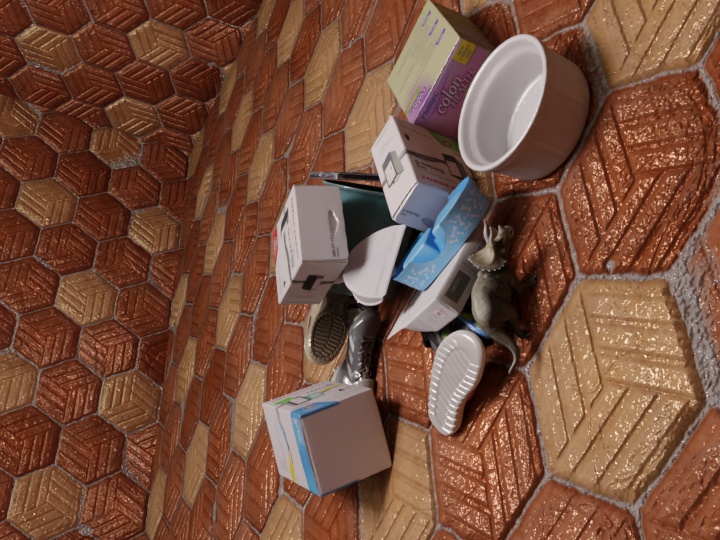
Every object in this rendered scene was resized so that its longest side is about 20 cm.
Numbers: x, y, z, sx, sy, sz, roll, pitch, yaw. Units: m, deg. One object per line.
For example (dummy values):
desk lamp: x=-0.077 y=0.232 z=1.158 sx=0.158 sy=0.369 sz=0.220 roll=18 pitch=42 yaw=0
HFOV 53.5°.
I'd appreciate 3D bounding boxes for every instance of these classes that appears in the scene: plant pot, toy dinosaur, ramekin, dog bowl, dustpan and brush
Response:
plant pot: x=0.010 y=-0.058 z=1.342 sx=0.200 sy=0.199 sz=0.197 roll=-149 pitch=68 yaw=-65
toy dinosaur: x=0.188 y=0.042 z=0.995 sx=0.077 sy=0.102 sz=0.201 roll=-17 pitch=61 yaw=62
ramekin: x=0.238 y=-0.229 z=1.042 sx=0.200 sy=0.097 sz=0.201 roll=-41 pitch=41 yaw=50
dog bowl: x=0.125 y=-0.050 z=1.093 sx=0.200 sy=0.049 sz=0.112 roll=-54 pitch=4 yaw=29
dustpan and brush: x=0.000 y=0.000 z=1.212 sx=0.199 sy=0.057 sz=0.140 roll=-4 pitch=59 yaw=43

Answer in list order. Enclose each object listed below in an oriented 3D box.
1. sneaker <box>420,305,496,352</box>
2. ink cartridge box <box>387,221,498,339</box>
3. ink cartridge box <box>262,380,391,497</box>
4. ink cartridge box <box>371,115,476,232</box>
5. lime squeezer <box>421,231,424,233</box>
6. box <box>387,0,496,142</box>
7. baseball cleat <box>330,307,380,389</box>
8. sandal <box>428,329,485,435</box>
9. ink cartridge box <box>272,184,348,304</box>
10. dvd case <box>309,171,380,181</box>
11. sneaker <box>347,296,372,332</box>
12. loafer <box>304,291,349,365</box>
sneaker: x=0.154 y=0.097 z=1.096 sx=0.199 sy=0.070 sz=0.083 roll=177 pitch=90 yaw=-64
ink cartridge box: x=0.127 y=0.028 z=1.110 sx=0.163 sy=0.057 sz=0.200 roll=-58 pitch=0 yaw=-29
ink cartridge box: x=-0.066 y=0.296 z=1.294 sx=0.200 sy=0.146 sz=0.147 roll=-9 pitch=96 yaw=63
ink cartridge box: x=0.112 y=-0.157 z=1.213 sx=0.084 sy=0.145 sz=0.201 roll=-56 pitch=32 yaw=33
lime squeezer: x=0.116 y=-0.017 z=1.261 sx=0.071 sy=0.038 sz=0.201 roll=-54 pitch=31 yaw=38
box: x=0.149 y=-0.368 z=1.311 sx=0.176 sy=0.096 sz=0.200 roll=-60 pitch=28 yaw=29
baseball cleat: x=0.007 y=0.175 z=1.375 sx=0.106 sy=0.069 sz=0.201 roll=46 pitch=124 yaw=46
sandal: x=0.145 y=0.160 z=1.061 sx=0.082 sy=0.050 sz=0.203 roll=45 pitch=138 yaw=32
ink cartridge box: x=-0.092 y=-0.041 z=1.251 sx=0.200 sy=0.083 sz=0.145 roll=128 pitch=138 yaw=-61
dvd case: x=0.020 y=-0.177 z=1.359 sx=0.149 sy=0.199 sz=0.016 roll=-162 pitch=73 yaw=-66
sneaker: x=-0.030 y=0.064 z=1.500 sx=0.200 sy=0.075 sz=0.088 roll=33 pitch=100 yaw=55
loafer: x=-0.065 y=0.101 z=1.401 sx=0.068 sy=0.075 sz=0.201 roll=128 pitch=160 yaw=-54
